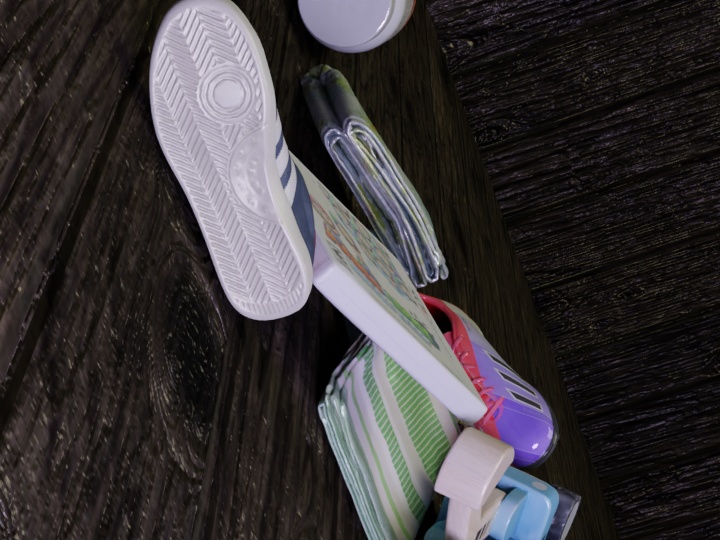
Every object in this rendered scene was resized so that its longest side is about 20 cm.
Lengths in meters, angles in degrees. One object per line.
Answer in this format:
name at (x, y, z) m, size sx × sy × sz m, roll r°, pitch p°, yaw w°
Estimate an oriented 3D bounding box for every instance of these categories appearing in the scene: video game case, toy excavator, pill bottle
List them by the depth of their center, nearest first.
video game case at (0.000, 0.000, 1.163) m, size 0.200 × 0.024 × 0.182 m, roll 44°, pitch 12°, yaw -42°
toy excavator at (0.089, 0.189, 1.218) m, size 0.200 × 0.099 × 0.196 m, roll -30°, pitch 140°, yaw -64°
pill bottle at (-0.005, -0.274, 1.652) m, size 0.200 × 0.109 × 0.110 m, roll -59°, pitch 130°, yaw -77°

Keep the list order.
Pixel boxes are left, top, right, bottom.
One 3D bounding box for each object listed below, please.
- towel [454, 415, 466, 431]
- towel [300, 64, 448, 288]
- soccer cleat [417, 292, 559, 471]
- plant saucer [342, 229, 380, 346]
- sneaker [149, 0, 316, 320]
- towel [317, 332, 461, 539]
towel at (0.091, 0.219, 1.415) m, size 0.144 × 0.023 × 0.202 m, roll 19°, pitch 67°, yaw -79°
towel at (0.013, -0.085, 1.452) m, size 0.172 × 0.048 × 0.200 m, roll 60°, pitch 3°, yaw -22°
soccer cleat at (0.091, 0.089, 1.355) m, size 0.073 × 0.068 × 0.200 m, roll 39°, pitch 10°, yaw -40°
plant saucer at (0.023, 0.066, 1.393) m, size 0.200 × 0.036 × 0.201 m, roll -18°, pitch 90°, yaw -81°
sneaker at (-0.075, -0.074, 0.998) m, size 0.085 × 0.074 × 0.201 m, roll -81°, pitch 161°, yaw -67°
towel at (0.027, 0.115, 1.237) m, size 0.200 × 0.023 × 0.153 m, roll -55°, pitch 127°, yaw -63°
